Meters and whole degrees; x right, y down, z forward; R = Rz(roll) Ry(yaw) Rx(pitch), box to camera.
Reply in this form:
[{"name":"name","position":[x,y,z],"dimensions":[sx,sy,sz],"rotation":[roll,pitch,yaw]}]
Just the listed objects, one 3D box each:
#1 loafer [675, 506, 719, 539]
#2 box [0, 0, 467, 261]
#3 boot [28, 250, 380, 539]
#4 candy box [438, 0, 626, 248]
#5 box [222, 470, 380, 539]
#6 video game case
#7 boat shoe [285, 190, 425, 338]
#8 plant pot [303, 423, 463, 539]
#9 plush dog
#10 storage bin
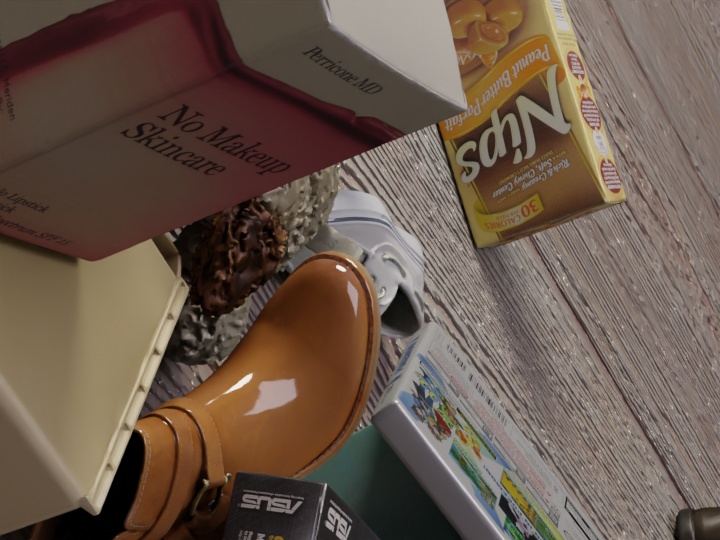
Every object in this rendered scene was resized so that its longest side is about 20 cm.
[{"name":"loafer","position":[0.350,0.281,1.925],"dimensions":[0.200,0.071,0.073],"rotation":[51,31,-38]},{"name":"box","position":[-0.076,-0.095,0.896],"dimensions":[0.128,0.199,0.110],"rotation":[22,52,-59]},{"name":"boot","position":[-0.077,0.074,1.047],"dimensions":[0.077,0.201,0.155],"rotation":[40,10,24]},{"name":"candy box","position":[0.120,-0.130,1.678],"dimensions":[0.055,0.115,0.202],"rotation":[-6,78,-65]},{"name":"box","position":[-0.030,0.201,1.070],"dimensions":[0.200,0.048,0.160],"rotation":[58,40,-67]},{"name":"video game case","position":[0.084,0.132,1.228],"dimensions":[0.200,0.022,0.182],"rotation":[53,14,-5]},{"name":"boat shoe","position":[0.000,0.000,1.373],"dimensions":[0.200,0.073,0.067],"rotation":[19,53,-62]},{"name":"plant pot","position":[0.038,0.194,1.241],"dimensions":[0.141,0.141,0.201],"rotation":[32,35,-55]},{"name":"plush dog","position":[-0.064,-0.063,1.132],"dimensions":[0.172,0.159,0.202],"rotation":[74,0,-85]},{"name":"storage bin","position":[-0.181,-0.010,0.970],"dimensions":[0.201,0.093,0.199],"rotation":[58,26,-26]}]
